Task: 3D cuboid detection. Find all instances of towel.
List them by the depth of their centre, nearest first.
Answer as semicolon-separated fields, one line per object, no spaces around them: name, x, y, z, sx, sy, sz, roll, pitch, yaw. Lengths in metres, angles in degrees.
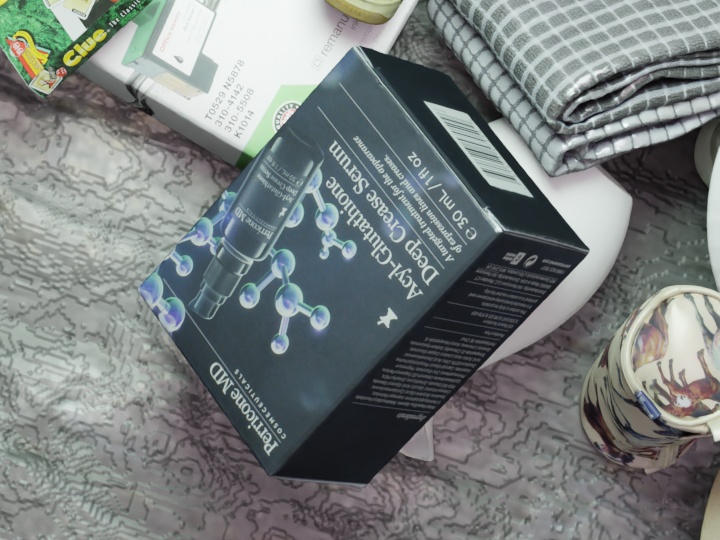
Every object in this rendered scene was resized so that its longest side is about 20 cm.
towel;0.158;-0.155;1.682;0.200;0.086;0.166;-21;48;-17

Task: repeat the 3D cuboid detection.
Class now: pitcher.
pitcher;0.048;-0.014;1.718;0.172;0.121;0.200;44;97;8

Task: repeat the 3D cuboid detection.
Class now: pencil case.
pencil case;0.179;0.069;1.684;0.078;0.200;0.090;-10;80;-5

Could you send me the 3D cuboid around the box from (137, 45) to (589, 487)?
box;0.000;0.000;1.627;0.200;0.107;0.149;-48;62;19

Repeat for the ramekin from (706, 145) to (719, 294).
ramekin;0.287;-0.032;1.632;0.200;0.098;0.201;-6;99;-41

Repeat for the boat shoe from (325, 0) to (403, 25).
boat shoe;0.021;-0.225;1.690;0.073;0.201;0.063;27;131;-6

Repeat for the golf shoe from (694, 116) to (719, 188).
golf shoe;0.292;-0.028;1.747;0.200;0.092;0.075;36;84;-4

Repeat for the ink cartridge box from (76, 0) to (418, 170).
ink cartridge box;-0.085;-0.155;1.720;0.200;0.084;0.146;30;85;-4

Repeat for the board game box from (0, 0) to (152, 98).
board game box;-0.195;-0.201;1.679;0.105;0.023;0.200;-43;56;9

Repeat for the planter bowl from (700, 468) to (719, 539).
planter bowl;0.276;0.175;1.701;0.134;0.200;0.201;4;87;22
